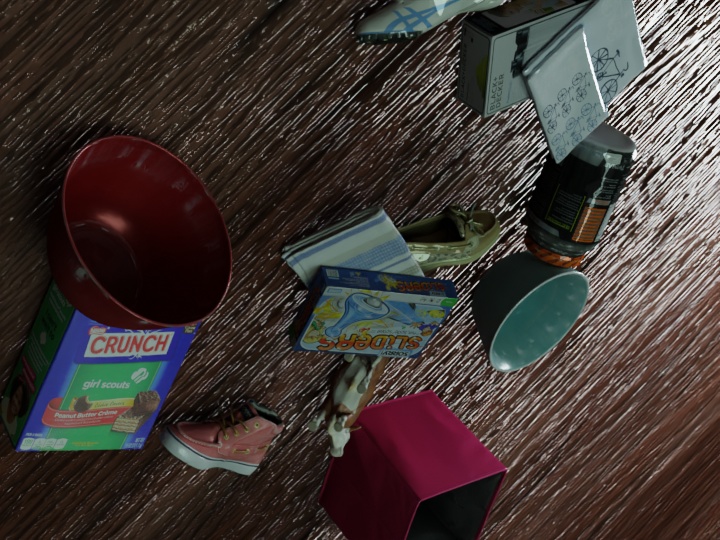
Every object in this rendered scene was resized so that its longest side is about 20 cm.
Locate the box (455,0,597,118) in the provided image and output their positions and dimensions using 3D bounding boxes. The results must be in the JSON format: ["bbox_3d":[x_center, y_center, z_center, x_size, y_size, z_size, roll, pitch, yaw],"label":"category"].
[{"bbox_3d":[0.218,-0.287,1.261,0.197,0.060,0.118,-24,136,-27],"label":"box"}]

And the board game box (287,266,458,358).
[{"bbox_3d":[0.016,0.060,1.315,0.196,0.035,0.136,5,137,-26],"label":"board game box"}]

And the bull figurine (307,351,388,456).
[{"bbox_3d":[-0.019,0.184,1.423,0.203,0.064,0.121,-67,170,12],"label":"bull figurine"}]

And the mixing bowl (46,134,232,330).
[{"bbox_3d":[-0.237,-0.021,0.981,0.107,0.204,0.198,-28,156,37],"label":"mixing bowl"}]

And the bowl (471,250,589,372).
[{"bbox_3d":[0.251,0.049,1.536,0.198,0.105,0.203,-26,144,-21],"label":"bowl"}]

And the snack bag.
[{"bbox_3d":[0.307,-0.265,1.299,0.200,0.021,0.189,-44,141,-6],"label":"snack bag"}]

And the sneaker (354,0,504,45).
[{"bbox_3d":[0.076,-0.309,1.115,0.197,0.072,0.074,-26,103,-16],"label":"sneaker"}]

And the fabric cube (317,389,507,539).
[{"bbox_3d":[0.078,0.345,1.559,0.193,0.199,0.203,-10,129,-39],"label":"fabric cube"}]

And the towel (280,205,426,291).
[{"bbox_3d":[0.000,0.000,1.284,0.145,0.024,0.201,-24,141,11],"label":"towel"}]

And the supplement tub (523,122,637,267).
[{"bbox_3d":[0.321,-0.115,1.456,0.121,0.122,0.203,-8,128,-39],"label":"supplement tub"}]

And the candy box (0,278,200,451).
[{"bbox_3d":[-0.289,0.101,1.098,0.167,0.077,0.203,9,115,-46],"label":"candy box"}]

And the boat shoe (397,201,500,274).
[{"bbox_3d":[0.117,-0.047,1.361,0.197,0.073,0.064,-23,139,-27],"label":"boat shoe"}]

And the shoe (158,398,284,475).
[{"bbox_3d":[-0.181,0.213,1.307,0.092,0.071,0.199,-52,147,4],"label":"shoe"}]
